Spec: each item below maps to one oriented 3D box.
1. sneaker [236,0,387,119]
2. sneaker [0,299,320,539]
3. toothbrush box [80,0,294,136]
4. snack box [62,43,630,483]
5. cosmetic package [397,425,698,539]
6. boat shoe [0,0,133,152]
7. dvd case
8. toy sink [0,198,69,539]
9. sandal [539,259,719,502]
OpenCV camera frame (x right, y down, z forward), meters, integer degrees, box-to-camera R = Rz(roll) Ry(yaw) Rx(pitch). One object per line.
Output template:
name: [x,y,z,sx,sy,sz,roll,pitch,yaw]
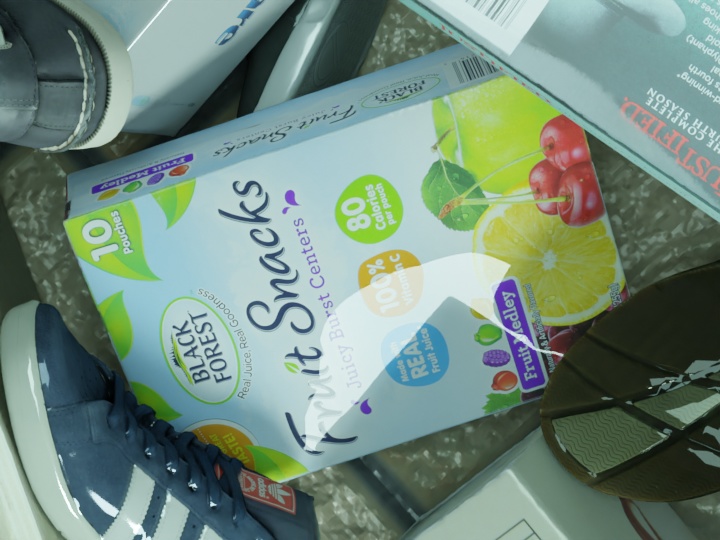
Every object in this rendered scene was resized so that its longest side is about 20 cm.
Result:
sneaker: [-0.037,-0.143,0.828,0.099,0.071,0.200,20,90,12]
sneaker: [-0.066,0.087,0.767,0.084,0.075,0.200,-21,118,9]
toothbrush box: [-0.107,-0.172,0.779,0.146,0.085,0.200,-45,73,20]
snack box: [0.000,0.000,0.797,0.200,0.053,0.142,-18,115,2]
cosmetic package: [0.102,0.164,0.781,0.103,0.087,0.200,-40,87,30]
boat shoe: [-0.174,-0.096,0.736,0.200,0.063,0.073,27,114,30]
dvd case: [0.125,-0.130,0.638,0.146,0.022,0.200,35,90,5]
toy sink: [-0.186,0.052,0.794,0.112,0.130,0.200,-21,88,4]
sandal: [0.159,0.015,0.750,0.200,0.055,0.082,-42,73,0]
